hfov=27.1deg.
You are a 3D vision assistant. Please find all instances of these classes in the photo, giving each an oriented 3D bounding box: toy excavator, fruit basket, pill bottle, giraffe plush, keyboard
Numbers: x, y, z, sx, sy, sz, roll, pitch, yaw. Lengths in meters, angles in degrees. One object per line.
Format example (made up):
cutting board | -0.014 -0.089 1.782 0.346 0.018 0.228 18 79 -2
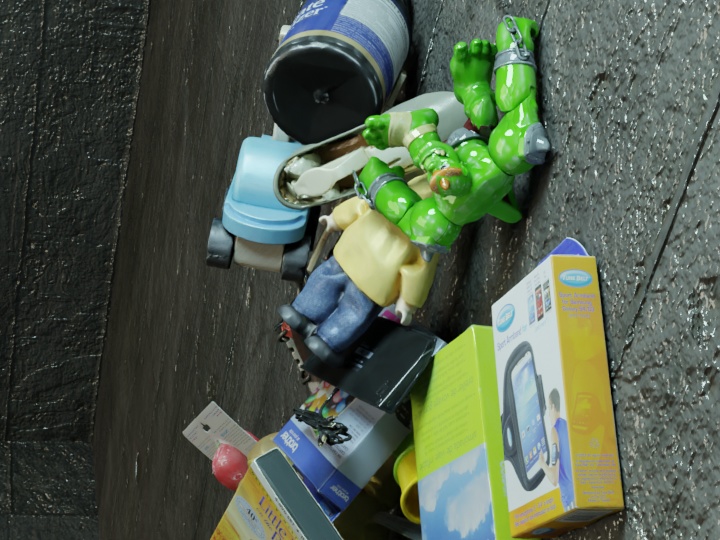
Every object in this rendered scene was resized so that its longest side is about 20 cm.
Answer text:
toy excavator | -0.078 -0.117 1.466 0.195 0.099 0.201 -80 1 -59
fruit basket | -0.096 0.218 1.594 0.200 0.094 0.185 46 157 1
pill bottle | -0.013 -0.208 1.400 0.200 0.111 0.112 -68 -5 -52
giraffe plush | -0.021 0.256 1.431 0.200 0.172 0.163 35 141 30
keyboard | -0.008 0.095 1.284 0.127 0.021 0.200 -48 19 -9

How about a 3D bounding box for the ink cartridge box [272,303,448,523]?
ink cartridge box | -0.004 0.129 1.316 0.200 0.042 0.119 -51 28 -1

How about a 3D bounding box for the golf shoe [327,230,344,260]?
golf shoe | 0.000 0.000 1.399 0.095 0.077 0.201 -63 -10 -49

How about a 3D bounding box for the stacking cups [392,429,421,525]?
stacking cups | 0.043 0.141 1.331 0.200 0.060 0.061 -112 29 -56

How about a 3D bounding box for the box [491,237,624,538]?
box | 0.135 0.080 1.059 0.119 0.041 0.201 130 138 -65

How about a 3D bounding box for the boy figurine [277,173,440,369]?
boy figurine | 0.017 -0.016 1.273 0.124 0.064 0.200 44 95 25

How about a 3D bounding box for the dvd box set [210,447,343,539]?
dvd box set | -0.068 0.261 1.302 0.147 0.029 0.200 53 145 17

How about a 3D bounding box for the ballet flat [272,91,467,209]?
ballet flat | 0.010 -0.097 1.299 0.068 0.199 0.064 66 -151 -9

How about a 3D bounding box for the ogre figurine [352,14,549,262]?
ogre figurine | 0.080 -0.096 1.173 0.098 0.199 0.120 41 -158 -53

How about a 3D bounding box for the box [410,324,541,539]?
box | 0.087 0.158 1.174 0.122 0.047 0.201 137 135 -56

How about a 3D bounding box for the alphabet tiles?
alphabet tiles | -0.002 -0.102 1.448 0.167 0.008 0.201 -79 15 -80

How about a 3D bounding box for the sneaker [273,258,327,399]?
sneaker | -0.058 0.084 1.649 0.077 0.081 0.202 143 128 -69
